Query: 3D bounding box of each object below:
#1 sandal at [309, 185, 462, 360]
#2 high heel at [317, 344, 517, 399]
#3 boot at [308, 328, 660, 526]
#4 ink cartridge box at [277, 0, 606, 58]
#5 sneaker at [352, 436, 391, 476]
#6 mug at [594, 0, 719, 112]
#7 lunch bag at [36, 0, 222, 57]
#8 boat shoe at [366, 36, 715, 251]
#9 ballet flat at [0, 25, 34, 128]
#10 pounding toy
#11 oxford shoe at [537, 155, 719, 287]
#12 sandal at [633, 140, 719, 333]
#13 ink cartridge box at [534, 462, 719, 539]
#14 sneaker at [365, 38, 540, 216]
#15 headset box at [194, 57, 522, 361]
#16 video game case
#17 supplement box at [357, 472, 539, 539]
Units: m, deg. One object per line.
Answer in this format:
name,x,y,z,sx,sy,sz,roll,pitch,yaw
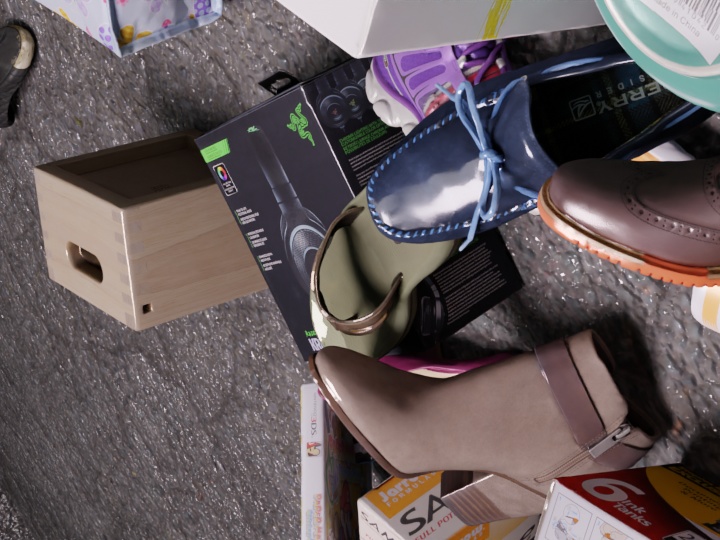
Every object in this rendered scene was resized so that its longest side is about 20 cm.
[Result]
sandal,0.000,-0.001,0.753,0.080,0.057,0.201,50,151,14
high heel,0.060,0.097,0.897,0.200,0.096,0.068,17,131,51
boot,0.084,0.080,0.778,0.200,0.146,0.070,43,-154,-31
ink cartridge box,0.045,-0.188,0.569,0.128,0.199,0.126,40,129,32
sneaker,0.013,0.106,1.010,0.201,0.072,0.072,61,153,1
mug,0.168,-0.137,0.482,0.185,0.114,0.153,4,120,57
lunch bag,-0.196,-0.285,0.922,0.169,0.127,0.201,35,137,34
boat shoe,0.085,-0.073,0.616,0.199,0.069,0.084,-30,90,19
ballet flat,-0.389,-0.214,1.393,0.200,0.056,0.067,-32,61,57
pounding toy,-0.161,-0.030,1.072,0.200,0.183,0.143,22,123,48
oxford shoe,0.178,-0.037,0.547,0.199,0.071,0.073,6,128,9
sandal,0.179,-0.002,0.633,0.207,0.059,0.079,42,170,36
ink cartridge box,0.222,0.189,0.706,0.200,0.175,0.084,28,108,44
sneaker,0.065,-0.098,0.716,0.200,0.080,0.084,46,140,40
headset box,-0.009,-0.049,0.875,0.174,0.093,0.201,-10,108,59
video game case,-0.016,0.209,1.024,0.200,0.023,0.183,64,-158,-63
supplement box,0.070,0.227,0.973,0.073,0.126,0.201,37,145,36
